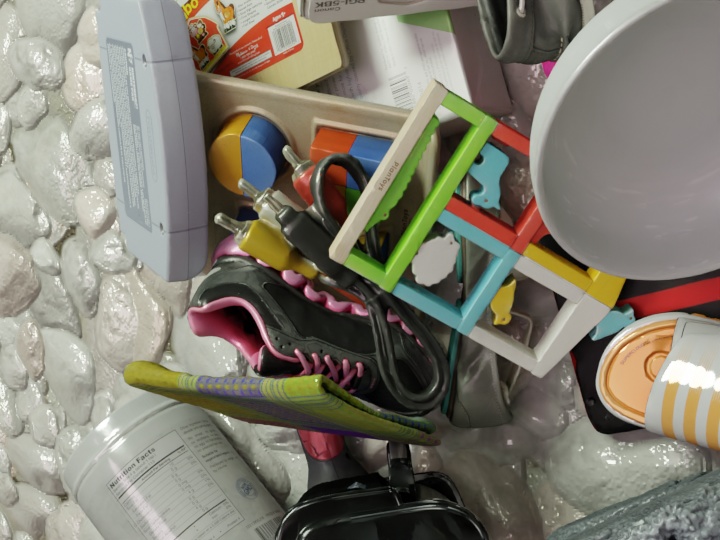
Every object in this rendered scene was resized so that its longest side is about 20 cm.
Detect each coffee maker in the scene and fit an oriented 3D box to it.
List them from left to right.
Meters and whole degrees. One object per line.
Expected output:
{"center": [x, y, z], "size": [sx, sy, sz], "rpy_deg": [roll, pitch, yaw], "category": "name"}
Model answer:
{"center": [-0.007, 0.209, 0.750], "size": [0.191, 0.200, 0.135], "rpy_deg": [-31, 82, -2], "category": "coffee maker"}

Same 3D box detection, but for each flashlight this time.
{"center": [-0.033, 0.123, 0.890], "size": [0.067, 0.068, 0.202], "rpy_deg": [-20, 87, 33], "category": "flashlight"}

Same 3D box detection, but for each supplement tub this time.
{"center": [-0.139, 0.210, 0.932], "size": [0.200, 0.132, 0.132], "rpy_deg": [47, 118, 18], "category": "supplement tub"}

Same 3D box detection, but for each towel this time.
{"center": [-0.058, 0.091, 0.783], "size": [0.199, 0.143, 0.023], "rpy_deg": [0, 71, 42], "category": "towel"}

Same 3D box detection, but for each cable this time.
{"center": [0.000, 0.000, 0.764], "size": [0.097, 0.050, 0.200], "rpy_deg": [-45, 101, -5], "category": "cable"}

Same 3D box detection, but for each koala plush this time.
{"center": [0.218, 0.237, 0.694], "size": [0.183, 0.177, 0.201], "rpy_deg": [-28, 78, 19], "category": "koala plush"}

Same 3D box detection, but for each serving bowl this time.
{"center": [0.185, -0.090, 0.639], "size": [0.200, 0.199, 0.066], "rpy_deg": [-50, 34, 27], "category": "serving bowl"}

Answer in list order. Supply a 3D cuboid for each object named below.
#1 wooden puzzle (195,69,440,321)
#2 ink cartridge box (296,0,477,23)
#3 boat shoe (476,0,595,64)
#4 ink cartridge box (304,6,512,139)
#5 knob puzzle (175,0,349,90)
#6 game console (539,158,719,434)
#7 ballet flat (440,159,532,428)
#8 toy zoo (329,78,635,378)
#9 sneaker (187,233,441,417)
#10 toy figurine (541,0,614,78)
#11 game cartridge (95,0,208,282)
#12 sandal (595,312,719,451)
{"center": [-0.044, -0.044, 0.819], "size": [0.198, 0.046, 0.186], "rpy_deg": [15, 132, 14], "category": "wooden puzzle"}
{"center": [0.017, -0.276, 0.726], "size": [0.145, 0.083, 0.202], "rpy_deg": [-9, 74, -9], "category": "ink cartridge box"}
{"center": [0.074, -0.212, 0.636], "size": [0.067, 0.057, 0.202], "rpy_deg": [133, 119, -72], "category": "boat shoe"}
{"center": [0.000, -0.140, 0.832], "size": [0.199, 0.067, 0.118], "rpy_deg": [-17, 86, 33], "category": "ink cartridge box"}
{"center": [-0.098, -0.213, 0.828], "size": [0.218, 0.030, 0.222], "rpy_deg": [6, 100, 36], "category": "knob puzzle"}
{"center": [0.222, 0.008, 0.742], "size": [0.199, 0.031, 0.179], "rpy_deg": [-16, 93, 33], "category": "game console"}
{"center": [0.093, 0.015, 0.809], "size": [0.063, 0.067, 0.202], "rpy_deg": [3, 100, 4], "category": "ballet flat"}
{"center": [0.096, -0.016, 0.728], "size": [0.199, 0.020, 0.132], "rpy_deg": [29, 105, -12], "category": "toy zoo"}
{"center": [-0.036, 0.056, 0.796], "size": [0.199, 0.096, 0.079], "rpy_deg": [29, 128, 6], "category": "sneaker"}
{"center": [0.188, -0.170, 0.691], "size": [0.198, 0.151, 0.186], "rpy_deg": [2, 121, -6], "category": "toy figurine"}
{"center": [-0.151, -0.100, 0.819], "size": [0.133, 0.040, 0.202], "rpy_deg": [-147, 50, -60], "category": "game cartridge"}
{"center": [0.243, 0.075, 0.684], "size": [0.205, 0.059, 0.080], "rpy_deg": [10, 95, 25], "category": "sandal"}
